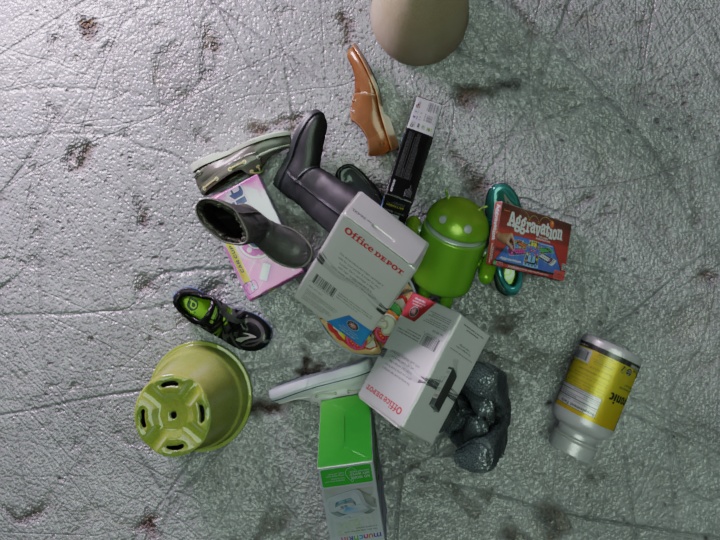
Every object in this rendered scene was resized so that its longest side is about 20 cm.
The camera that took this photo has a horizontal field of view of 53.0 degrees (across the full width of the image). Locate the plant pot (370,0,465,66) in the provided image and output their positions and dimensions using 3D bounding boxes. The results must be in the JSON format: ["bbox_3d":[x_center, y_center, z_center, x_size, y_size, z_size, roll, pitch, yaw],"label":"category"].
[{"bbox_3d":[0.106,-0.473,1.229,0.181,0.200,0.194,0,89,2],"label":"plant pot"}]

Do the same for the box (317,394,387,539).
[{"bbox_3d":[-0.011,0.340,1.213,0.094,0.201,0.182,-7,111,2],"label":"box"}]

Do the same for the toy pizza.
[{"bbox_3d":[0.006,0.064,1.280,0.194,0.032,0.206,5,111,14],"label":"toy pizza"}]

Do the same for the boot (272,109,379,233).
[{"bbox_3d":[-0.046,-0.158,1.260,0.199,0.065,0.168,40,114,27],"label":"boot"}]

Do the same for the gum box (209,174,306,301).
[{"bbox_3d":[-0.191,-0.063,1.305,0.111,0.066,0.204,-26,89,0],"label":"gum box"}]

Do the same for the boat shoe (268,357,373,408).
[{"bbox_3d":[-0.066,0.217,1.299,0.194,0.074,0.069,-16,89,2],"label":"boat shoe"}]

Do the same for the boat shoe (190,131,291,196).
[{"bbox_3d":[-0.209,-0.195,1.305,0.197,0.072,0.062,-20,90,8],"label":"boat shoe"}]

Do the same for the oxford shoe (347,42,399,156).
[{"bbox_3d":[0.007,-0.305,1.299,0.069,0.071,0.205,-18,91,7],"label":"oxford shoe"}]

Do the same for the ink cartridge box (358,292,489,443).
[{"bbox_3d":[0.101,0.159,1.198,0.083,0.143,0.203,33,85,-32],"label":"ink cartridge box"}]

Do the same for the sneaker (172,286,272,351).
[{"bbox_3d":[-0.252,0.091,1.300,0.195,0.083,0.072,26,91,1],"label":"sneaker"}]

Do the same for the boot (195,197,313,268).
[{"bbox_3d":[-0.165,-0.060,1.171,0.178,0.200,0.074,27,89,1],"label":"boot"}]

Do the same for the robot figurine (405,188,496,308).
[{"bbox_3d":[0.153,-0.037,1.250,0.171,0.116,0.204,19,120,7],"label":"robot figurine"}]

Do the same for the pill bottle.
[{"bbox_3d":[0.404,0.225,1.265,0.109,0.111,0.205,23,91,2],"label":"pill bottle"}]

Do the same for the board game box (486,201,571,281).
[{"bbox_3d":[0.295,-0.048,1.252,0.196,0.019,0.106,10,87,-38],"label":"board game box"}]

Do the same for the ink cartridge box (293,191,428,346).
[{"bbox_3d":[0.000,0.000,1.172,0.145,0.085,0.201,36,128,1],"label":"ink cartridge box"}]

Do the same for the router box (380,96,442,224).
[{"bbox_3d":[0.078,-0.164,1.220,0.050,0.150,0.204,18,63,1],"label":"router box"}]

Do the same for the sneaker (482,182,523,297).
[{"bbox_3d":[0.264,-0.056,1.285,0.075,0.080,0.207,-7,89,2],"label":"sneaker"}]

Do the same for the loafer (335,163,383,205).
[{"bbox_3d":[0.020,-0.104,1.297,0.067,0.070,0.203,-32,89,1],"label":"loafer"}]

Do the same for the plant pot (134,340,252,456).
[{"bbox_3d":[-0.300,0.232,1.252,0.194,0.184,0.207,0,90,2],"label":"plant pot"}]

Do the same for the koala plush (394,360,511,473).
[{"bbox_3d":[0.156,0.245,1.267,0.194,0.183,0.183,1,84,23],"label":"koala plush"}]
